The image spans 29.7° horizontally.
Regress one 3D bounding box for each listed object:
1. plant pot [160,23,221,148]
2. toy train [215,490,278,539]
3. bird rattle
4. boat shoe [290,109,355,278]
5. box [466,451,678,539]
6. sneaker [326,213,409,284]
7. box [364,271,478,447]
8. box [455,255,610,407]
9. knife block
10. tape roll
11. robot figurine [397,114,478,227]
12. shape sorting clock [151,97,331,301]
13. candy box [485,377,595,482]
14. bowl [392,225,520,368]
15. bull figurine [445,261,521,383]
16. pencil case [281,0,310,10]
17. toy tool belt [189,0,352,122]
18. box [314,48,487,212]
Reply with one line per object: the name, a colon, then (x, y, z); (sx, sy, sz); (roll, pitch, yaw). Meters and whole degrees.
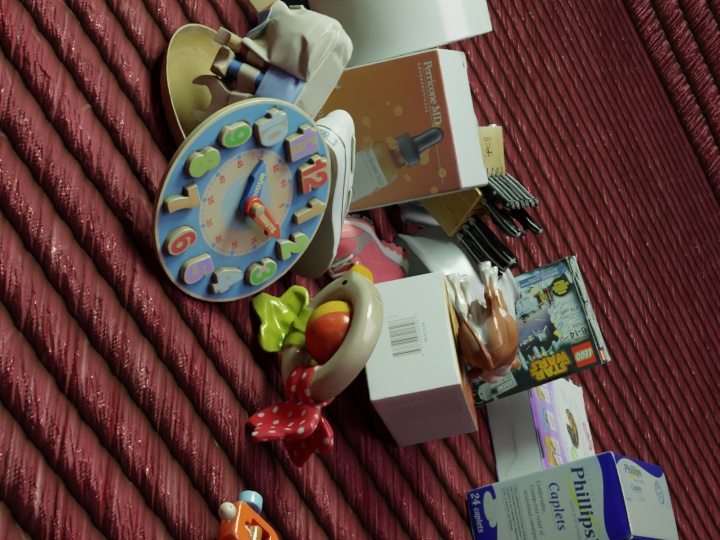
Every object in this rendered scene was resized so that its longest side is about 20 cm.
plant pot: (-0.146, -0.155, 1.402); (0.200, 0.027, 0.202); (43, 37, -44)
toy train: (-0.092, 0.298, 1.146); (0.150, 0.055, 0.202); (47, 30, -36)
bird rattle: (-0.043, 0.077, 1.297); (0.112, 0.163, 0.201); (36, 27, -19)
boat shoe: (-0.041, -0.077, 1.393); (0.066, 0.071, 0.202); (-51, 157, -41)
box: (0.262, 0.304, 1.661); (0.183, 0.198, 0.106); (22, 52, -56)
sneaker: (0.000, 0.000, 1.522); (0.199, 0.073, 0.088); (27, 51, -53)
box: (0.063, 0.100, 1.465); (0.200, 0.096, 0.126); (65, 15, -68)
box: (0.197, 0.080, 1.701); (0.040, 0.198, 0.139); (-7, 76, -63)
knife block: (0.115, -0.078, 1.580); (0.064, 0.198, 0.179); (-7, 96, -48)
tape roll: (0.039, -0.313, 1.535); (0.202, 0.200, 0.141); (-32, 111, -64)
robot figurine: (0.095, -0.149, 1.756); (0.111, 0.170, 0.202); (14, 54, -10)
shape sorting clock: (-0.106, -0.062, 1.262); (0.199, 0.039, 0.203); (-26, 129, -35)
candy box: (0.247, 0.222, 1.843); (0.199, 0.071, 0.170); (30, 46, -52)
bowl: (0.129, 0.020, 1.628); (0.202, 0.090, 0.201); (56, -7, 10)
bull figurine: (0.133, 0.060, 1.446); (0.200, 0.064, 0.123); (39, 36, -84)
pencil case: (-0.035, -0.297, 1.658); (0.201, 0.084, 0.093); (54, 26, -27)
toy tool belt: (-0.105, -0.179, 1.343); (0.202, 0.122, 0.125); (-59, 160, -6)
box: (0.023, -0.148, 1.496); (0.106, 0.197, 0.155); (-17, 96, -68)
